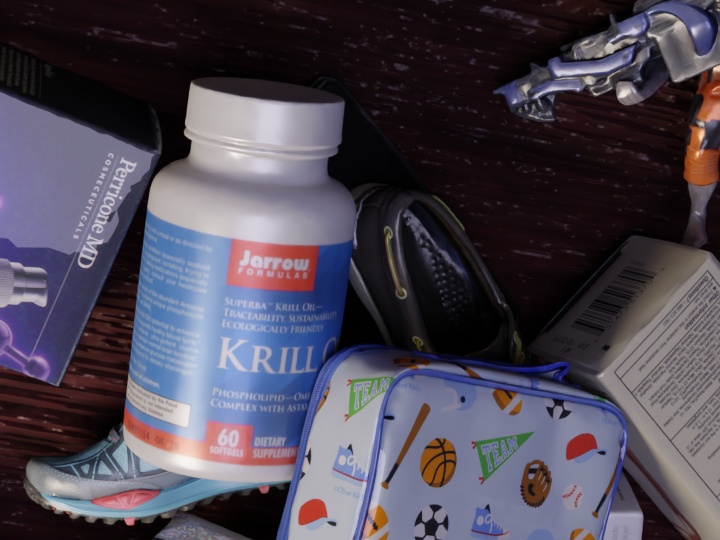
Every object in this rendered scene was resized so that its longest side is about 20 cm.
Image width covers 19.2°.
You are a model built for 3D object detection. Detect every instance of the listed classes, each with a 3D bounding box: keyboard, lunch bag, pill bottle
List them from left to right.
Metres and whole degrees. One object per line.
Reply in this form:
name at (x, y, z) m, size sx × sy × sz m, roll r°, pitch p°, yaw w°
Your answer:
pill bottle at (-0.062, 0.003, 1.132) m, size 0.112 × 0.112 × 0.200 m, roll 5°, pitch 102°, yaw -10°
keyboard at (0.000, 0.000, 1.226) m, size 0.127 × 0.021 × 0.200 m, roll -46°, pitch 110°, yaw -20°
lunch bag at (0.054, 0.120, 1.147) m, size 0.200 × 0.076 × 0.161 m, roll 13°, pitch 89°, yaw -40°

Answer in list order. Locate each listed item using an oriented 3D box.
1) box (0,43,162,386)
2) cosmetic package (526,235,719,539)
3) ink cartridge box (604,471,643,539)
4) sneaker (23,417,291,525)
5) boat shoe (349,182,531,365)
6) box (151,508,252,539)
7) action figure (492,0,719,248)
box at (-0.225, -0.049, 1.150) m, size 0.200 × 0.104 × 0.148 m, roll 20°, pitch 104°, yaw -14°
cosmetic package at (0.204, 0.086, 1.248) m, size 0.103 × 0.087 × 0.200 m, roll -45°, pitch 113°, yaw -13°
ink cartridge box at (0.059, 0.193, 1.285) m, size 0.200 × 0.086 × 0.147 m, roll 0°, pitch 109°, yaw -9°
sneaker at (-0.101, 0.085, 1.240) m, size 0.200 × 0.079 × 0.096 m, roll -12°, pitch 101°, yaw -12°
boat shoe at (0.055, 0.039, 1.211) m, size 0.072 × 0.061 × 0.201 m, roll -41°, pitch 110°, yaw -23°
box at (-0.047, 0.242, 1.188) m, size 0.200 × 0.115 × 0.132 m, roll 21°, pitch 112°, yaw 8°
action figure at (0.185, -0.115, 1.209) m, size 0.200 × 0.105 × 0.194 m, roll -14°, pitch 105°, yaw 25°
